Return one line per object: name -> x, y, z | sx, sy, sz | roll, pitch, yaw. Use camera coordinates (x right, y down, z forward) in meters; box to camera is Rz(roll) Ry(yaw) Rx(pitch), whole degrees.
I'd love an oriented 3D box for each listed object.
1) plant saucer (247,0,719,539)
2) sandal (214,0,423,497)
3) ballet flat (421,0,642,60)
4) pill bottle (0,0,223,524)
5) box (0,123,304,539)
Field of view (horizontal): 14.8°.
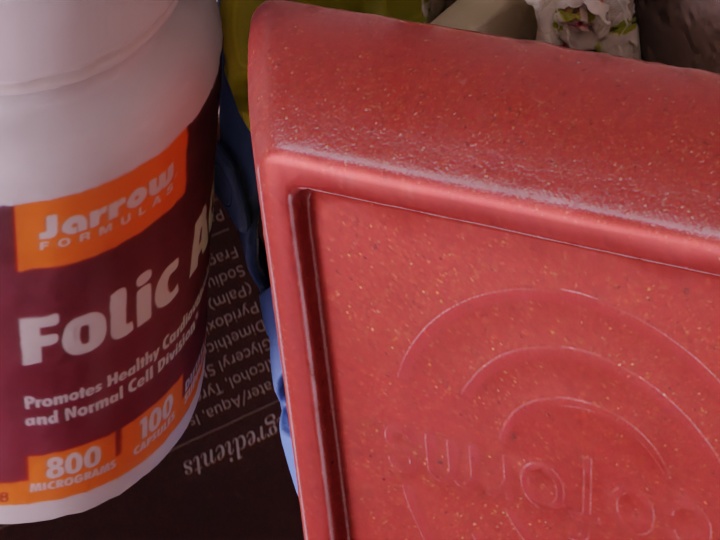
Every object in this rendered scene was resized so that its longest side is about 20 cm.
plant saucer -> 0.057, 0.047, 0.648 | 0.199, 0.037, 0.201 | 13, 125, 31
sandal -> 0.000, 0.000, 0.770 | 0.087, 0.079, 0.201 | -175, 72, -68
ballet flat -> 0.032, -0.066, 0.662 | 0.076, 0.064, 0.201 | 26, 132, 54
pill bottle -> -0.093, -0.034, 0.721 | 0.114, 0.114, 0.200 | 51, 153, 30
box -> -0.109, 0.073, 0.919 | 0.166, 0.164, 0.201 | -10, 102, 63
